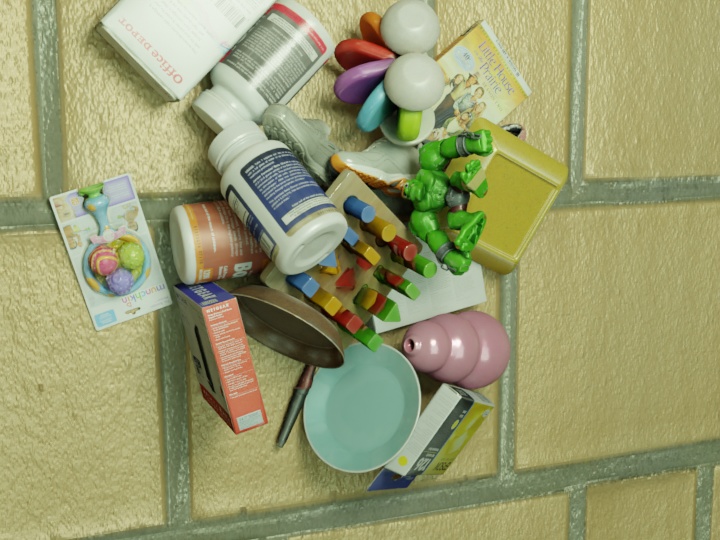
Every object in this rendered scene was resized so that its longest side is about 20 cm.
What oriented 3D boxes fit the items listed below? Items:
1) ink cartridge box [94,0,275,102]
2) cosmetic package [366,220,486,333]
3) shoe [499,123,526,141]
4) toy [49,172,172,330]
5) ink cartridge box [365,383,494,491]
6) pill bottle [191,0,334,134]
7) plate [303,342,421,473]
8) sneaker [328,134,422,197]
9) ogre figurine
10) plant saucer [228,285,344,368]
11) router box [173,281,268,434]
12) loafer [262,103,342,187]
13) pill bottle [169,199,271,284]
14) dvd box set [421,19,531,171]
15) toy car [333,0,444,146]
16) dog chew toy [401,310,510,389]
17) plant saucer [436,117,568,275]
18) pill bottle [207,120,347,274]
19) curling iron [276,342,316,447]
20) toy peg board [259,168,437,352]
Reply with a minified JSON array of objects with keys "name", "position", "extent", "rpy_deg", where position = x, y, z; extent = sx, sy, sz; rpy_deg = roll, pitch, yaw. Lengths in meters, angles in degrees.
[{"name":"ink cartridge box","position":[-0.239,-0.348,1.327],"extent":[0.145,0.087,0.200],"rpy_deg":[45,80,-20]},{"name":"cosmetic package","position":[0.092,-0.002,1.533],"extent":[0.199,0.052,0.151],"rpy_deg":[-15,105,-19]},{"name":"shoe","position":[0.177,-0.158,1.518],"extent":[0.200,0.071,0.091],"rpy_deg":[-26,133,-21]},{"name":"toy","position":[-0.343,-0.023,1.356],"extent":[0.115,0.047,0.201],"rpy_deg":[-20,105,-16]},{"name":"ink cartridge box","position":[0.113,0.271,1.506],"extent":[0.200,0.047,0.198],"rpy_deg":[-56,157,4]},{"name":"pill bottle","position":[-0.139,-0.275,1.365],"extent":[0.111,0.111,0.200],"rpy_deg":[45,80,-21]},{"name":"plate","position":[0.005,0.206,1.471],"extent":[0.201,0.200,0.026],"rpy_deg":[-60,145,-4]},{"name":"sneaker","position":[0.025,-0.167,1.457],"extent":[0.200,0.076,0.092],"rpy_deg":[7,78,-49]},{"name":"ogre figurine","position":[0.123,-0.104,1.389],"extent":[0.098,0.120,0.201],"rpy_deg":[-28,123,-34]},{"name":"plant saucer","position":[-0.107,0.076,1.393],"extent":[0.200,0.200,0.035],"rpy_deg":[37,67,-22]},{"name":"router box","position":[-0.197,0.112,1.354],"extent":[0.049,0.200,0.180],"rpy_deg":[-17,103,-18]},{"name":"loafer","position":[-0.079,-0.189,1.388],"extent":[0.070,0.070,0.200],"rpy_deg":[-66,155,-11]},{"name":"pill bottle","position":[-0.163,-0.048,1.389],"extent":[0.199,0.112,0.113],"rpy_deg":[-9,102,-20]},{"name":"dvd box set","position":[0.158,-0.273,1.528],"extent":[0.200,0.029,0.146],"rpy_deg":[-42,110,-11]},{"name":"toy car","position":[0.035,-0.278,1.386],"extent":[0.149,0.175,0.201],"rpy_deg":[-2,74,-4]},{"name":"dog chew toy","position":[0.142,0.120,1.512],"extent":[0.200,0.124,0.125],"rpy_deg":[9,95,-44]},{"name":"plant saucer","position":[0.212,-0.102,1.487],"extent":[0.199,0.048,0.200],"rpy_deg":[23,101,-30]},{"name":"pill bottle","position":[-0.116,-0.102,1.301],"extent":[0.111,0.111,0.200],"rpy_deg":[-34,72,-14]},{"name":"curling iron","position":[-0.093,0.176,1.496],"extent":[0.050,0.025,0.201],"rpy_deg":[13,98,-60]},{"name":"toy peg board","position":[0.000,0.000,1.386],"extent":[0.200,0.098,0.199],"rpy_deg":[-52,131,-7]}]
